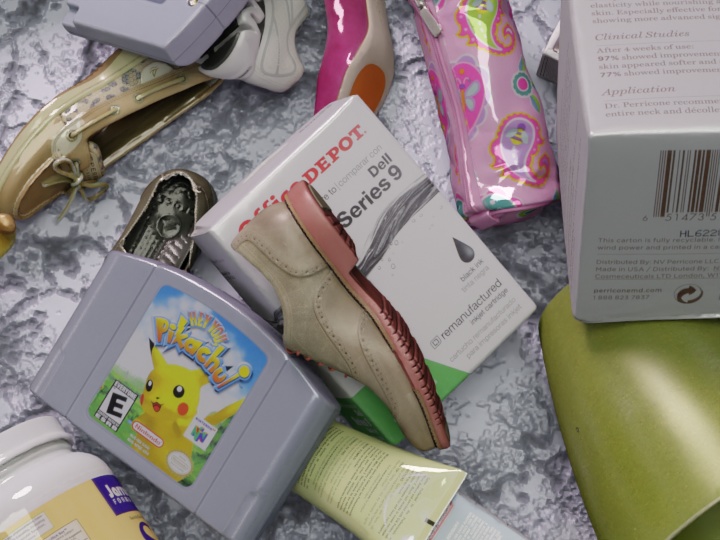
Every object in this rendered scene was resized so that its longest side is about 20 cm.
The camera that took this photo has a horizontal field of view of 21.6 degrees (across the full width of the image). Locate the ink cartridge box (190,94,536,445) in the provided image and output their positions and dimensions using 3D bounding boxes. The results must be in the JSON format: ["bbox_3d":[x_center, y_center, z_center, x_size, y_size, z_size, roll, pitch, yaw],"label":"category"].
[{"bbox_3d":[0.000,0.000,1.321,0.146,0.084,0.200,-43,99,-11],"label":"ink cartridge box"}]

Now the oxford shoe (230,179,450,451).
[{"bbox_3d":[-0.011,0.042,1.248,0.074,0.070,0.201,-32,94,5],"label":"oxford shoe"}]

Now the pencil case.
[{"bbox_3d":[0.086,-0.132,1.371,0.087,0.087,0.202,-14,88,-5],"label":"pencil case"}]

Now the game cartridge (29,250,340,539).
[{"bbox_3d":[-0.118,0.078,1.280,0.199,0.040,0.134,33,91,19],"label":"game cartridge"}]

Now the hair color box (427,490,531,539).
[{"bbox_3d":[0.109,0.220,1.285,0.199,0.099,0.061,34,79,8],"label":"hair color box"}]

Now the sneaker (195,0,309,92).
[{"bbox_3d":[-0.079,-0.221,1.422,0.081,0.075,0.202,21,57,-35],"label":"sneaker"}]

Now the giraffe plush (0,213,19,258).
[{"bbox_3d":[-0.335,0.035,1.318,0.199,0.172,0.164,9,84,-34],"label":"giraffe plush"}]

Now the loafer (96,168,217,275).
[{"bbox_3d":[-0.161,0.012,1.351,0.075,0.070,0.202,17,75,4],"label":"loafer"}]

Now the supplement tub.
[{"bbox_3d":[-0.198,0.214,1.257,0.145,0.146,0.201,-35,79,-10],"label":"supplement tub"}]

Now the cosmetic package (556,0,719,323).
[{"bbox_3d":[0.219,-0.094,1.260,0.166,0.167,0.201,-1,44,2],"label":"cosmetic package"}]

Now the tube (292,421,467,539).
[{"bbox_3d":[-0.019,0.134,1.279,0.199,0.052,0.059,23,117,42],"label":"tube"}]

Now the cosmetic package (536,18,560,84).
[{"bbox_3d":[0.214,-0.222,1.431,0.082,0.051,0.201,26,76,5],"label":"cosmetic package"}]

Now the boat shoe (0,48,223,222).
[{"bbox_3d":[-0.188,-0.102,1.379,0.063,0.073,0.200,42,78,12],"label":"boat shoe"}]

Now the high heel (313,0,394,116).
[{"bbox_3d":[-0.021,-0.183,1.419,0.095,0.067,0.202,14,85,28],"label":"high heel"}]

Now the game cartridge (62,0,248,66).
[{"bbox_3d":[-0.119,-0.242,1.372,0.132,0.042,0.201,21,73,31],"label":"game cartridge"}]

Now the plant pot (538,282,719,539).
[{"bbox_3d":[0.209,0.096,1.295,0.186,0.188,0.201,-27,62,-8],"label":"plant pot"}]
